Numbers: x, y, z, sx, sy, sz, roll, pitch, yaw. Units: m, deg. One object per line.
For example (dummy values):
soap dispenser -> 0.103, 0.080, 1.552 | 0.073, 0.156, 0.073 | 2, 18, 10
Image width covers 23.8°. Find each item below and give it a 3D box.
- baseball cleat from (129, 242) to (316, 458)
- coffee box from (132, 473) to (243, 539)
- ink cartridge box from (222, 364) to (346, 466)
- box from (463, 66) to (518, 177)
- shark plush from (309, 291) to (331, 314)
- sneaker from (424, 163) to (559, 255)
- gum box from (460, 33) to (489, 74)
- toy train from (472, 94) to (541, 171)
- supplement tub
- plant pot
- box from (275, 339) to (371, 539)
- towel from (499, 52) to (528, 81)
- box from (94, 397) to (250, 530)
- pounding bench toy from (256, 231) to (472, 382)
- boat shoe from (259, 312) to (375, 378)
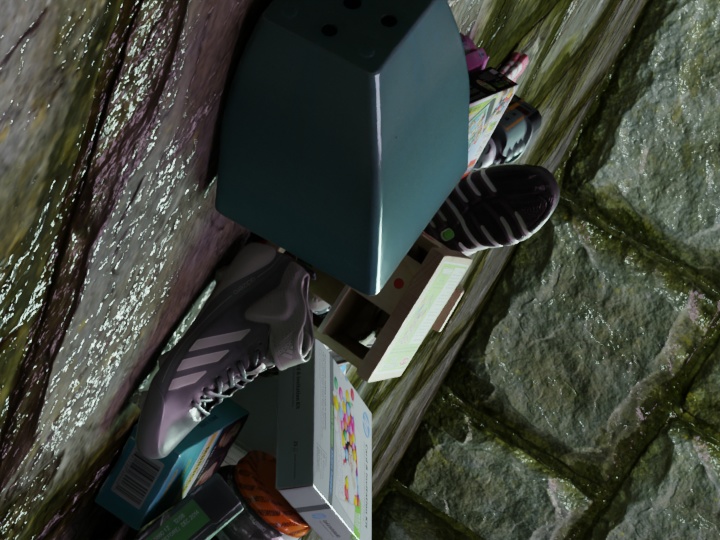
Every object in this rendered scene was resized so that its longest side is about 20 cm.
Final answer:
baseball cleat -> -0.105, 0.075, 1.385 | 0.202, 0.106, 0.070 | -62, 158, -8
coffee box -> -0.188, 0.257, 1.529 | 0.123, 0.044, 0.200 | -38, 176, -30
ink cartridge box -> -0.087, 0.154, 1.835 | 0.147, 0.085, 0.200 | -55, 169, -18
box -> 0.079, -0.120, 1.545 | 0.111, 0.035, 0.200 | -62, 168, 21
shark plush -> 0.015, -0.012, 1.711 | 0.199, 0.090, 0.084 | -29, 144, -53
sneaker -> 0.118, -0.064, 1.602 | 0.199, 0.076, 0.115 | -25, -170, 38
gum box -> 0.041, -0.132, 1.618 | 0.201, 0.066, 0.113 | -62, 170, 24
toy train -> 0.127, -0.160, 1.853 | 0.086, 0.113, 0.200 | -61, 171, 20
supplement tub -> -0.143, 0.280, 1.694 | 0.200, 0.123, 0.122 | -45, 175, 16
plant pot -> -0.008, -0.116, 1.173 | 0.142, 0.140, 0.201 | -53, 163, -29
box -> -0.033, 0.174, 1.669 | 0.200, 0.041, 0.158 | 61, 25, -58
towel -> 0.150, -0.177, 2.206 | 0.200, 0.030, 0.147 | -52, 169, -33
box -> -0.166, 0.166, 1.539 | 0.083, 0.049, 0.200 | -60, 171, 12
pounding bench toy -> 0.000, 0.000, 1.518 | 0.125, 0.155, 0.200 | -58, 167, 7
boat shoe -> -0.025, 0.062, 1.730 | 0.198, 0.071, 0.064 | -10, 145, -28
